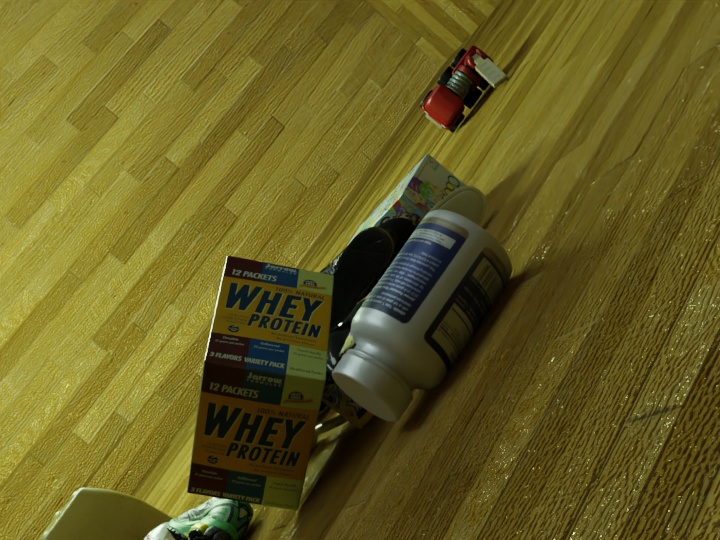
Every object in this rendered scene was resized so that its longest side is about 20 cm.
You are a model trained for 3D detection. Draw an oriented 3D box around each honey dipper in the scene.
[{"bbox_3d":[-0.047,0.196,1.413,0.038,0.038,0.200,-55,10,-32],"label":"honey dipper"}]

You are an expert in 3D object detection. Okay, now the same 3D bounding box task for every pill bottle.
[{"bbox_3d":[0.059,0.048,1.145,0.201,0.111,0.111,-53,7,-18],"label":"pill bottle"}]

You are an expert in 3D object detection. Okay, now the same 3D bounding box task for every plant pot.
[{"bbox_3d":[-0.407,0.457,1.756,0.194,0.199,0.196,-45,10,43],"label":"plant pot"}]

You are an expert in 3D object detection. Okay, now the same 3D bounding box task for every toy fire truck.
[{"bbox_3d":[0.222,-0.384,2.366,0.177,0.128,0.200,-52,-3,-3],"label":"toy fire truck"}]

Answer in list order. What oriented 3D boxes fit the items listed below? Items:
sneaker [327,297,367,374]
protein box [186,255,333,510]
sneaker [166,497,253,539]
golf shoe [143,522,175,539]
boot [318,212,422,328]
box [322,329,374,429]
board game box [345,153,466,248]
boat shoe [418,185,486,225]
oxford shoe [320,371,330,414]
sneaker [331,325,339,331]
[{"bbox_3d":[0.003,0.083,1.522,0.091,0.076,0.201,-41,13,27],"label":"sneaker"},{"bbox_3d":[-0.115,0.129,1.322,0.200,0.132,0.202,-87,8,-55],"label":"protein box"},{"bbox_3d":[-0.195,0.345,1.520,0.085,0.078,0.199,-47,13,-29],"label":"sneaker"},{"bbox_3d":[-0.271,0.422,1.605,0.092,0.072,0.201,-43,19,17],"label":"golf shoe"},{"bbox_3d":[0.000,0.000,1.547,0.200,0.073,0.150,-50,-9,30],"label":"boot"},{"bbox_3d":[0.017,0.098,1.364,0.070,0.064,0.201,-48,9,29],"label":"box"},{"bbox_3d":[0.068,-0.059,1.671,0.200,0.103,0.105,-44,10,47],"label":"board game box"},{"bbox_3d":[0.091,-0.027,1.487,0.201,0.071,0.068,-55,7,0],"label":"boat shoe"},{"bbox_3d":[-0.084,0.183,1.579,0.201,0.070,0.075,-57,17,25],"label":"oxford shoe"},{"bbox_3d":[-0.092,0.160,1.694,0.201,0.082,0.070,-55,8,-24],"label":"sneaker"}]
